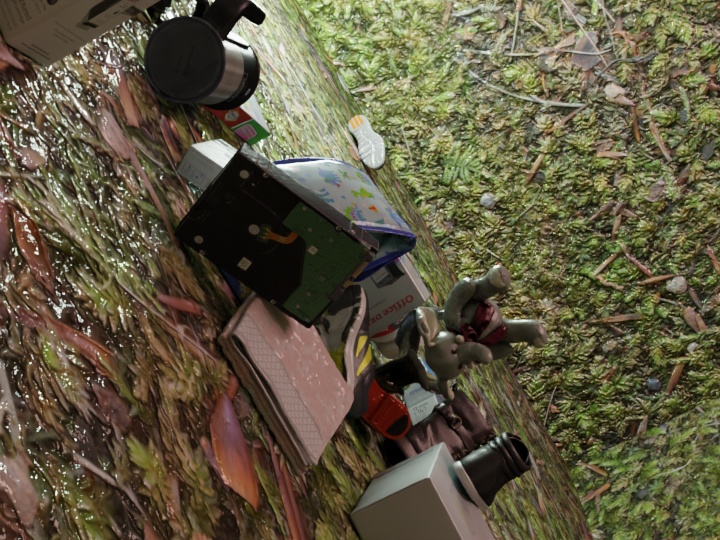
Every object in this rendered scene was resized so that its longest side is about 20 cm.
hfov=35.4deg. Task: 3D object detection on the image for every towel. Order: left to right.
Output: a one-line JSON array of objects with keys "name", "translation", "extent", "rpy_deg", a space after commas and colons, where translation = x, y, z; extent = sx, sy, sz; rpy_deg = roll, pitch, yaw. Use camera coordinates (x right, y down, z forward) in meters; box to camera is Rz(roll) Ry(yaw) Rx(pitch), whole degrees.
[{"name": "towel", "translation": [-0.084, 0.118, 1.361], "extent": [0.200, 0.032, 0.191], "rpy_deg": [61, 23, -13]}]

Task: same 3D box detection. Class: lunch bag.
[{"name": "lunch bag", "translation": [-0.041, -0.075, 1.625], "extent": [0.170, 0.200, 0.127], "rpy_deg": [55, -36, 35]}]

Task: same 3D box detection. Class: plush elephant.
[{"name": "plush elephant", "translation": [0.163, 0.106, 1.750], "extent": [0.165, 0.200, 0.155], "rpy_deg": [60, 37, -30]}]

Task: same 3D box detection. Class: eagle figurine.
[{"name": "eagle figurine", "translation": [0.076, 0.157, 1.840], "extent": [0.151, 0.152, 0.200], "rpy_deg": [31, 32, 24]}]

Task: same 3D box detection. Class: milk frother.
[{"name": "milk frother", "translation": [-0.250, -0.333, 1.602], "extent": [0.200, 0.181, 0.188], "rpy_deg": [20, 7, 7]}]

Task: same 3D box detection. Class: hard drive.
[{"name": "hard drive", "translation": [-0.097, -0.038, 1.316], "extent": [0.200, 0.140, 0.038], "rpy_deg": [36, 27, -13]}]

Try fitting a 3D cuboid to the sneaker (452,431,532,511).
[{"name": "sneaker", "translation": [0.193, 0.278, 1.566], "extent": [0.071, 0.099, 0.200], "rpy_deg": [62, 3, 20]}]

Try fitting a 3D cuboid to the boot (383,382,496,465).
[{"name": "boot", "translation": [0.147, 0.293, 1.758], "extent": [0.200, 0.174, 0.069], "rpy_deg": [61, -30, 3]}]

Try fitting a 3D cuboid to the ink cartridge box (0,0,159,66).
[{"name": "ink cartridge box", "translation": [-0.282, -0.326, 1.149], "extent": [0.147, 0.200, 0.083], "rpy_deg": [64, 11, 14]}]

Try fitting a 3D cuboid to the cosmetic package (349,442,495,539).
[{"name": "cosmetic package", "translation": [0.097, 0.359, 1.489], "extent": [0.199, 0.123, 0.200], "rpy_deg": [62, 11, 0]}]

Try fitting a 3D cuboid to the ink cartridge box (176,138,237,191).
[{"name": "ink cartridge box", "translation": [-0.131, -0.096, 1.458], "extent": [0.200, 0.044, 0.094], "rpy_deg": [35, 19, 8]}]

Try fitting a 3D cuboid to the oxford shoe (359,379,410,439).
[{"name": "oxford shoe", "translation": [-0.013, 0.171, 1.645], "extent": [0.200, 0.071, 0.073], "rpy_deg": [51, -21, -20]}]

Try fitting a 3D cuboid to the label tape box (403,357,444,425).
[{"name": "label tape box", "translation": [0.140, 0.278, 2.077], "extent": [0.143, 0.066, 0.200], "rpy_deg": [54, 10, -41]}]

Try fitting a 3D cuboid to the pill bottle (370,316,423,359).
[{"name": "pill bottle", "translation": [0.033, 0.053, 1.983], "extent": [0.200, 0.114, 0.114], "rpy_deg": [58, 11, -24]}]

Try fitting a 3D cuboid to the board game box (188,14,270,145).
[{"name": "board game box", "translation": [-0.225, -0.305, 1.831], "extent": [0.153, 0.040, 0.200], "rpy_deg": [66, 11, 20]}]

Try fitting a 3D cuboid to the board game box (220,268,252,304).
[{"name": "board game box", "translation": [-0.142, -0.001, 1.475], "extent": [0.200, 0.034, 0.135], "rpy_deg": [59, 11, -17]}]

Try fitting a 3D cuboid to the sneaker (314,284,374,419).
[{"name": "sneaker", "translation": [-0.019, 0.116, 1.575], "extent": [0.085, 0.074, 0.200], "rpy_deg": [45, 45, -46]}]

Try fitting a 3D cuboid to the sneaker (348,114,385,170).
[{"name": "sneaker", "translation": [0.039, -0.336, 3.119], "extent": [0.112, 0.078, 0.200], "rpy_deg": [48, 18, -51]}]

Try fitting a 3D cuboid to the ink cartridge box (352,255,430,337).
[{"name": "ink cartridge box", "translation": [0.000, 0.000, 1.822], "extent": [0.200, 0.148, 0.086], "rpy_deg": [57, 10, 1]}]
